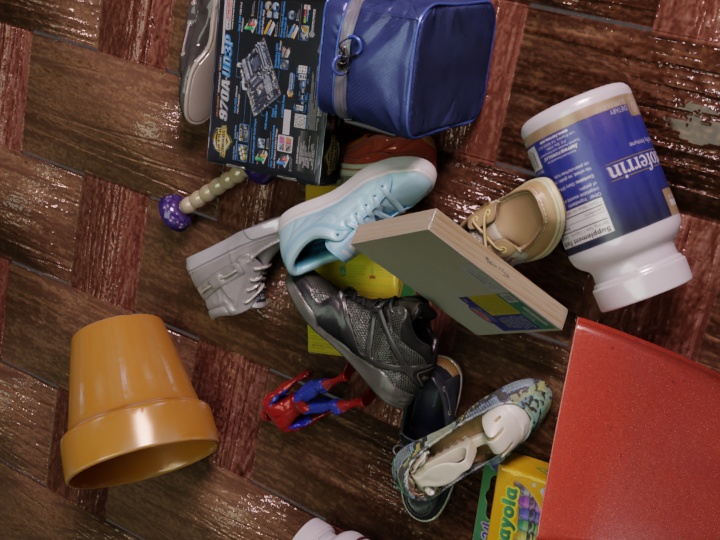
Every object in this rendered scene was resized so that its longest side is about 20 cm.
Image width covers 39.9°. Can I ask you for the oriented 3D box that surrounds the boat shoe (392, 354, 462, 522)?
[{"bbox_3d":[0.075,0.198,1.144,0.074,0.062,0.203,15,107,26],"label":"boat shoe"}]

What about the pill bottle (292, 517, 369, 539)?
[{"bbox_3d":[0.004,0.388,1.187,0.199,0.113,0.114,29,111,24],"label":"pill bottle"}]

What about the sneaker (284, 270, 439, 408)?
[{"bbox_3d":[0.010,0.044,1.092,0.199,0.076,0.115,44,113,15],"label":"sneaker"}]

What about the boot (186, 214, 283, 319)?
[{"bbox_3d":[-0.131,-0.003,1.235,0.199,0.073,0.097,-22,93,40],"label":"boot"}]

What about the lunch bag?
[{"bbox_3d":[0.036,-0.218,1.017,0.131,0.199,0.138,19,113,29],"label":"lunch bag"}]

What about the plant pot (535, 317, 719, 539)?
[{"bbox_3d":[0.269,0.171,0.932,0.174,0.200,0.203,10,82,13],"label":"plant pot"}]

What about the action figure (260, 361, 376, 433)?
[{"bbox_3d":[-0.061,0.158,1.214,0.199,0.052,0.066,-25,109,43],"label":"action figure"}]

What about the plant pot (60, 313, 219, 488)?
[{"bbox_3d":[-0.301,0.165,1.298,0.199,0.199,0.185,-28,69,31],"label":"plant pot"}]

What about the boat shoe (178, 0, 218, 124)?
[{"bbox_3d":[-0.188,-0.283,1.223,0.057,0.066,0.202,29,108,40],"label":"boat shoe"}]

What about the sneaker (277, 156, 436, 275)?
[{"bbox_3d":[-0.001,-0.048,1.064,0.198,0.074,0.083,-26,52,28],"label":"sneaker"}]

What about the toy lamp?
[{"bbox_3d":[-0.168,-0.110,1.241,0.199,0.058,0.059,-26,85,34],"label":"toy lamp"}]

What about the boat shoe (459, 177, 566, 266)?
[{"bbox_3d":[0.140,-0.033,1.007,0.075,0.066,0.200,68,157,13],"label":"boat shoe"}]

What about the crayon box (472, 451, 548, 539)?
[{"bbox_3d":[0.211,0.283,1.083,0.198,0.051,0.128,14,105,29],"label":"crayon box"}]

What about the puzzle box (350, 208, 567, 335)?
[{"bbox_3d":[0.101,0.007,1.015,0.132,0.199,0.026,-8,53,54],"label":"puzzle box"}]

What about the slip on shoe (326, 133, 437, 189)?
[{"bbox_3d":[0.004,-0.122,1.137,0.198,0.074,0.062,-1,63,37],"label":"slip on shoe"}]

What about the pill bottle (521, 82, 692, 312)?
[{"bbox_3d":[0.243,-0.069,0.968,0.115,0.115,0.202,-23,87,31],"label":"pill bottle"}]

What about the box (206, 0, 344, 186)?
[{"bbox_3d":[-0.090,-0.207,1.104,0.157,0.046,0.203,14,106,27],"label":"box"}]

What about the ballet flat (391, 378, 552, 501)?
[{"bbox_3d":[0.125,0.189,1.070,0.199,0.074,0.075,-34,80,7],"label":"ballet flat"}]

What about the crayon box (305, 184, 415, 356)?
[{"bbox_3d":[0.000,0.000,1.161,0.125,0.051,0.203,5,101,30],"label":"crayon box"}]
